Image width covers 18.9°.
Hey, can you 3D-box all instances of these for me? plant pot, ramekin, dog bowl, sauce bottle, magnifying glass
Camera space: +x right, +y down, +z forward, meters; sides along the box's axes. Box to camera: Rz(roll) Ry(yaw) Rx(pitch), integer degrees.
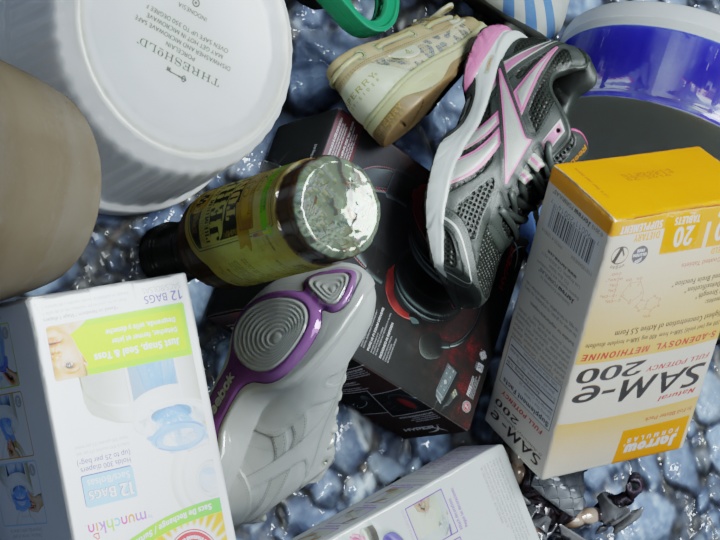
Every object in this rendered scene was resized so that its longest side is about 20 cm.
[{"bbox_3d":[-0.242,-0.052,1.184,0.173,0.199,0.201,1,82,-50],"label":"plant pot"},{"bbox_3d":[-0.131,-0.139,1.331,0.201,0.094,0.204,8,77,-37],"label":"ramekin"},{"bbox_3d":[0.225,-0.102,1.531,0.200,0.200,0.079,35,65,-28],"label":"dog bowl"},{"bbox_3d":[-0.068,-0.022,1.293,0.064,0.200,0.065,8,76,-35],"label":"sauce bottle"},{"bbox_3d":[-0.033,-0.198,1.365,0.200,0.022,0.080,13,66,-59],"label":"magnifying glass"}]

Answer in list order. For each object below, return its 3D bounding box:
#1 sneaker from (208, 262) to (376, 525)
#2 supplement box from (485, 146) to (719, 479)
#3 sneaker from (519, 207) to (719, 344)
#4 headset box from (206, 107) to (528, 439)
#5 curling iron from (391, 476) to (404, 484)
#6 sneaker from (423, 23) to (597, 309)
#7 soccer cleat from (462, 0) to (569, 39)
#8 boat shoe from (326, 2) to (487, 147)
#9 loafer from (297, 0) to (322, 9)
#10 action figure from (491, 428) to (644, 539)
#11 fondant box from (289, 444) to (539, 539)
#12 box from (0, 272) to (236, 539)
[{"bbox_3d":[-0.045,0.078,1.335,0.099,0.200,0.075,19,27,-41],"label":"sneaker"},{"bbox_3d":[0.170,0.028,1.407,0.125,0.074,0.201,-9,127,-31],"label":"supplement box"},{"bbox_3d":[0.193,-0.009,1.569,0.200,0.078,0.070,39,61,-27],"label":"sneaker"},{"bbox_3d":[0.000,0.000,1.421,0.200,0.075,0.149,34,63,-29],"label":"headset box"},{"bbox_3d":[0.089,0.212,1.486,0.200,0.025,0.050,50,54,-20],"label":"curling iron"},{"bbox_3d":[0.100,-0.071,1.391,0.080,0.086,0.201,52,48,-59],"label":"sneaker"},{"bbox_3d":[0.083,-0.223,1.503,0.200,0.070,0.087,29,86,-51],"label":"soccer cleat"},{"bbox_3d":[0.036,-0.142,1.444,0.063,0.073,0.200,41,23,2],"label":"boat shoe"},{"bbox_3d":[-0.059,-0.269,1.420,0.070,0.068,0.201,-32,99,-19],"label":"loafer"},{"bbox_3d":[0.154,0.116,1.527,0.130,0.069,0.201,42,63,-30],"label":"action figure"},{"bbox_3d":[0.030,0.219,1.405,0.199,0.058,0.145,-26,98,-30],"label":"fondant box"},{"bbox_3d":[-0.154,0.112,1.269,0.112,0.101,0.201,-10,89,-37],"label":"box"}]
